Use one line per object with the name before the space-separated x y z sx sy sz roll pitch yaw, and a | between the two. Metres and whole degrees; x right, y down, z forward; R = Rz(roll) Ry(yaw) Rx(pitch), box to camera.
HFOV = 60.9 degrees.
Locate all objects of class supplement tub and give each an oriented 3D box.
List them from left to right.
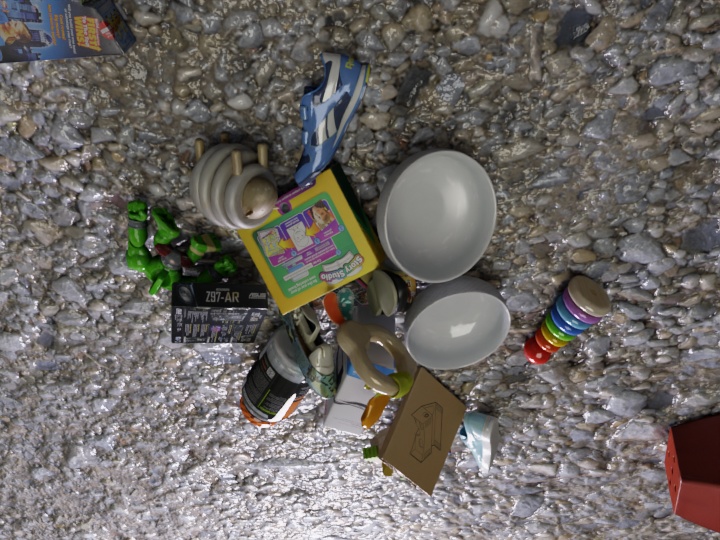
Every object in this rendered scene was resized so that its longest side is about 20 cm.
supplement tub | -0.158 0.212 1.204 0.120 0.124 0.201 25 125 -17

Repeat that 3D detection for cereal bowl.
cereal bowl | 0.110 -0.089 0.956 0.195 0.083 0.206 -6 106 -21
cereal bowl | 0.168 0.084 1.111 0.194 0.084 0.204 -6 132 -7

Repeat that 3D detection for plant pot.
plant pot | 0.762 0.437 1.317 0.171 0.202 0.203 -2 129 17

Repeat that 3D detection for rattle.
rattle | -0.011 0.144 1.023 0.198 0.131 0.143 38 140 -3

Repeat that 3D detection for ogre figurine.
ogre figurine | -0.322 -0.024 1.043 0.197 0.099 0.121 25 115 -34

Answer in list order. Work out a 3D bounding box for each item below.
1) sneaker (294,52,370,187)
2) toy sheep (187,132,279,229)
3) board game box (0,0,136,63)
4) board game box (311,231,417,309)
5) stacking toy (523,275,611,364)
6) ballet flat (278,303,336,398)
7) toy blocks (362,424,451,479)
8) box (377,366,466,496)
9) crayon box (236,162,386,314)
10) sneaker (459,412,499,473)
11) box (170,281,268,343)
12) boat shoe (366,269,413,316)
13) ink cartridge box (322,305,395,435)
sneaker | -0.058 -0.220 0.893 0.081 0.074 0.203 23 109 -13
toy sheep | -0.199 -0.133 0.936 0.197 0.137 0.140 24 141 39
board game box | -0.404 -0.363 0.805 0.194 0.062 0.204 8 128 -6
board game box | 0.000 0.000 1.091 0.194 0.035 0.138 -5 127 5
stacking toy | 0.372 0.107 1.138 0.083 0.087 0.202 18 130 -12
ballet flat | -0.088 0.131 1.109 0.074 0.074 0.203 -35 77 27
toy blocks | 0.120 0.376 1.333 0.197 0.102 0.137 22 130 -32
box | 0.130 0.329 1.252 0.163 0.203 0.021 42 153 -28
crayon box | -0.082 -0.049 1.005 0.196 0.058 0.175 -25 102 20
sneaker | 0.263 0.375 1.365 0.080 0.074 0.203 17 138 26
box | -0.253 0.080 1.079 0.156 0.045 0.200 1 156 -16
boat shoe | 0.052 0.035 0.997 0.061 0.076 0.201 -13 173 -7
ink cartridge box | -0.003 0.190 1.167 0.082 0.146 0.203 16 127 -10
